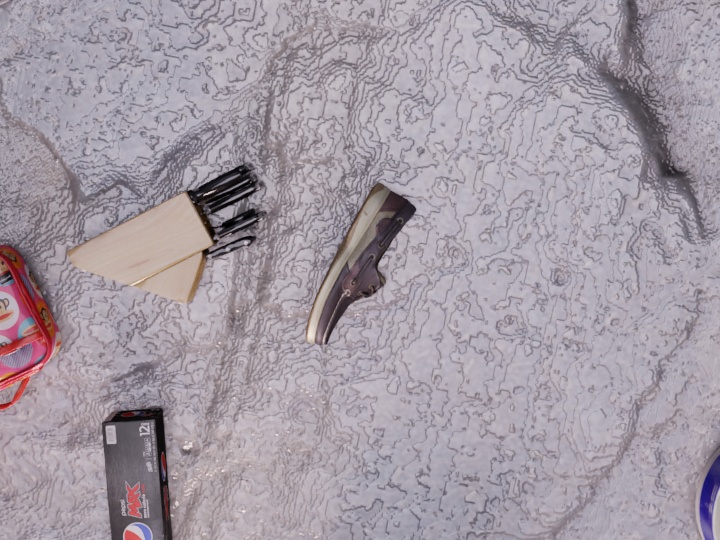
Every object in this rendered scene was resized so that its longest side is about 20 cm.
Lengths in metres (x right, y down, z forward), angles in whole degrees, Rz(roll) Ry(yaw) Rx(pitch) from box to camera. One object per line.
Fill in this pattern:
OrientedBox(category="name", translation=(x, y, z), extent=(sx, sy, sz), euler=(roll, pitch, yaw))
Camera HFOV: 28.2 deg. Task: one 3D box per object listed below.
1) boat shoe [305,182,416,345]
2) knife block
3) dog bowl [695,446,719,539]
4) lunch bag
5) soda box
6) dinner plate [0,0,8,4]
OrientedBox(category="boat shoe", translation=(0.000, 0.000, 1.636), extent=(0.065, 0.072, 0.200), euler=(26, 89, 3))
OrientedBox(category="knife block", translation=(-0.213, -0.059, 1.636), extent=(0.200, 0.064, 0.176), euler=(18, 94, -1))
OrientedBox(category="dog bowl", translation=(0.493, 0.278, 1.648), extent=(0.200, 0.079, 0.200), euler=(0, 95, 0))
OrientedBox(category="lunch bag", translation=(-0.452, 0.083, 1.645), extent=(0.200, 0.082, 0.176), euler=(-26, 98, 4))
OrientedBox(category="soda box", translation=(-0.256, 0.264, 1.658), extent=(0.063, 0.071, 0.200), euler=(-3, 95, 0))
OrientedBox(category="dinner plate", translation=(-0.448, -0.395, 1.631), extent=(0.200, 0.024, 0.200), euler=(0, 95, 1))
